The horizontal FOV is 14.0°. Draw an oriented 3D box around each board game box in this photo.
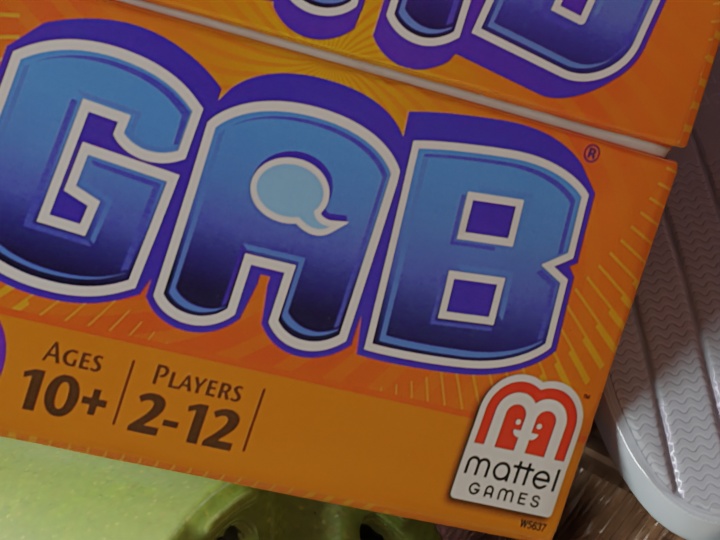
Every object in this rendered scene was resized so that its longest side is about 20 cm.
[{"bbox_3d":[-0.049,-0.073,0.736,0.200,0.199,0.201,32,107,60],"label":"board game box"}]

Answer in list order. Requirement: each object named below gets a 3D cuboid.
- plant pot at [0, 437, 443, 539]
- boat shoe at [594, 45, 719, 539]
[{"bbox_3d":[-0.072,0.109,0.804,0.189,0.200,0.201,-2,51,48],"label":"plant pot"},{"bbox_3d":[0.081,-0.010,0.779,0.071,0.072,0.201,102,164,-56],"label":"boat shoe"}]
